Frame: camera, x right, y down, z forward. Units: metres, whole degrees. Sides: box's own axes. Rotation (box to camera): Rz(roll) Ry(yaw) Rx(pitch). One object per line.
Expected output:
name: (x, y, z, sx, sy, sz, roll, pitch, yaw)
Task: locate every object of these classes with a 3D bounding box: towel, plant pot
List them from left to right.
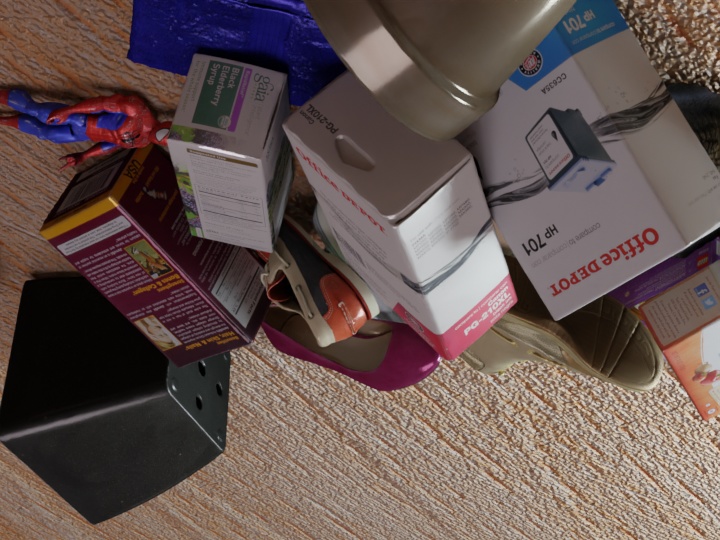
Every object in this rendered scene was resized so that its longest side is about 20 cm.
plant pot: (-0.245, 0.122, 1.422, 0.175, 0.201, 0.201, -15, 139, 17)
towel: (-0.085, -0.186, 1.045, 0.197, 0.050, 0.148, 14, 145, -3)
plant pot: (0.070, -0.215, 0.860, 0.173, 0.201, 0.200, -33, 128, 25)

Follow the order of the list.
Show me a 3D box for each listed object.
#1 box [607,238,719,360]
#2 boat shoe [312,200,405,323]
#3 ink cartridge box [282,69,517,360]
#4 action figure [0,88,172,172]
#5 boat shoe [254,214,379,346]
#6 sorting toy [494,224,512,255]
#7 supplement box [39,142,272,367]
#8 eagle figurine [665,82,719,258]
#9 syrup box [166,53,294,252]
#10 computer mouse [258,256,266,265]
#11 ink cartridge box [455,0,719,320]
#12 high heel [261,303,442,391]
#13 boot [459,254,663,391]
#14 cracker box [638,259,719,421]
box: (0.347, 0.053, 1.259, 0.199, 0.039, 0.136, 29, 143, -23)
boat shoe: (0.000, -0.001, 1.264, 0.071, 0.071, 0.201, -14, 140, 28)
ink cartridge box: (0.034, -0.044, 1.053, 0.145, 0.084, 0.201, 43, 167, 34)
action figure: (-0.254, -0.128, 1.185, 0.197, 0.052, 0.066, 3, 141, 9)
boat shoe: (-0.056, 0.007, 1.211, 0.200, 0.062, 0.072, 38, 161, 52)
sorting toy: (0.089, -0.069, 1.169, 0.199, 0.037, 0.184, 32, 141, -27)
supplement box: (-0.186, -0.012, 1.262, 0.110, 0.086, 0.200, -19, 124, 38)
eagle figurine: (0.275, -0.078, 1.049, 0.153, 0.150, 0.200, 69, 162, -7)
syrup box: (-0.104, -0.093, 1.116, 0.080, 0.080, 0.200, 12, 160, 4)
computer mouse: (-0.048, 0.057, 1.384, 0.199, 0.044, 0.109, 29, 141, -23)
ink cartridge box: (0.160, -0.087, 0.991, 0.146, 0.085, 0.201, -36, 83, 48)
high heel: (-0.014, 0.062, 1.267, 0.096, 0.068, 0.199, 34, 165, -37)
boot: (0.174, 0.067, 1.273, 0.198, 0.073, 0.156, 25, 157, -4)
cracker box: (0.351, 0.033, 1.137, 0.199, 0.058, 0.134, -32, 137, 10)
